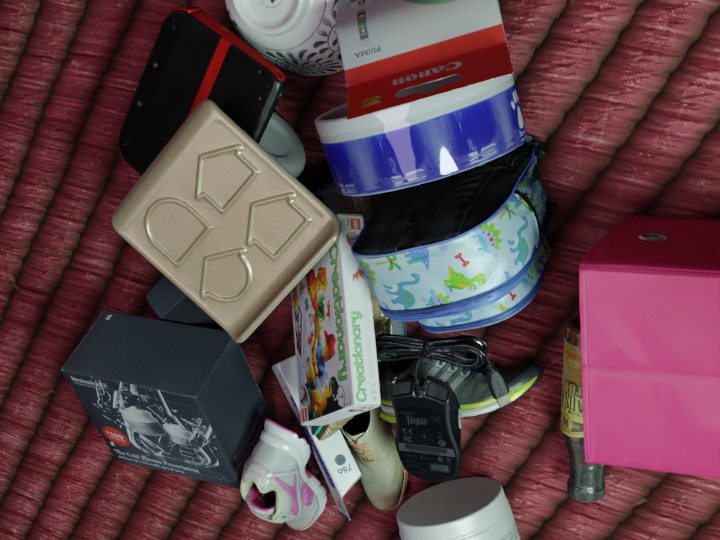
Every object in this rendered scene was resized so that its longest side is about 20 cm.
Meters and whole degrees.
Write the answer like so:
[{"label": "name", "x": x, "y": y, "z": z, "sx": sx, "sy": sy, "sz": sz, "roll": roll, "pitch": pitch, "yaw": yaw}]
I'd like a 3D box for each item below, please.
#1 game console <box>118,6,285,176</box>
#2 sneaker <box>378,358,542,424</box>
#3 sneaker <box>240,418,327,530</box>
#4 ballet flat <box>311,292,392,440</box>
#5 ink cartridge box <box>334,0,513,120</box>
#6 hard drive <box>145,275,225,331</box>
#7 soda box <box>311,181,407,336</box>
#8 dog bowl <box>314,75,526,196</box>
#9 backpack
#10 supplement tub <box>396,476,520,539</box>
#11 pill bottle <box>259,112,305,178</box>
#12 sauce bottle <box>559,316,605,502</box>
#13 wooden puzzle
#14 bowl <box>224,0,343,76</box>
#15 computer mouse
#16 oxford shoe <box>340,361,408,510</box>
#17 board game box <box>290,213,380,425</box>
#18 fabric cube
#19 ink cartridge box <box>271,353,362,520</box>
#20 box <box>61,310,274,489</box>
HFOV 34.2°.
[{"label": "game console", "x": -0.176, "y": -0.166, "z": 1.270, "sx": 0.177, "sy": 0.031, "sz": 0.200, "roll": 38, "pitch": 116, "yaw": 23}, {"label": "sneaker", "x": 0.104, "y": 0.120, "z": 1.305, "sx": 0.200, "sy": 0.074, "sz": 0.081, "roll": -12, "pitch": 93, "yaw": 24}, {"label": "sneaker", "x": -0.103, "y": 0.266, "z": 1.424, "sx": 0.081, "sy": 0.088, "sz": 0.200, "roll": 23, "pitch": 148, "yaw": 29}, {"label": "ballet flat", "x": -0.003, "y": 0.105, "z": 1.286, "sx": 0.065, "sy": 0.071, "sz": 0.200, "roll": 8, "pitch": 117, "yaw": -15}, {"label": "ink cartridge box", "x": 0.056, "y": -0.226, "z": 1.115, "sx": 0.161, "sy": 0.200, "sz": 0.050, "roll": -15, "pitch": 121, "yaw": 11}, {"label": "hard drive", "x": -0.143, "y": 0.007, "z": 1.363, "sx": 0.200, "sy": 0.135, "sz": 0.042, "roll": -37, "pitch": 54, "yaw": 35}, {"label": "soda box", "x": 0.000, "y": 0.000, "z": 1.324, "sx": 0.068, "sy": 0.064, "sz": 0.200, "roll": -1, "pitch": 105, "yaw": 27}, {"label": "dog bowl", "x": 0.060, "y": -0.142, "z": 1.162, "sx": 0.200, "sy": 0.200, "sz": 0.079, "roll": -10, "pitch": 105, "yaw": 30}, {"label": "backpack", "x": 0.099, "y": -0.023, "z": 1.181, "sx": 0.183, "sy": 0.200, "sz": 0.147, "roll": -12, "pitch": 112, "yaw": 29}, {"label": "supplement tub", "x": 0.129, "y": 0.353, "z": 1.336, "sx": 0.132, "sy": 0.132, "sz": 0.200, "roll": -11, "pitch": 101, "yaw": 31}, {"label": "pill bottle", "x": -0.161, "y": -0.092, "z": 1.349, "sx": 0.112, "sy": 0.112, "sz": 0.200, "roll": 49, "pitch": 122, "yaw": 5}, {"label": "sauce bottle", "x": 0.245, "y": 0.149, "z": 1.243, "sx": 0.066, "sy": 0.066, "sz": 0.200, "roll": 7, "pitch": 108, "yaw": 26}, {"label": "wooden puzzle", "x": -0.140, "y": -0.052, "z": 1.232, "sx": 0.200, "sy": 0.046, "sz": 0.185, "roll": 44, "pitch": 114, "yaw": 1}, {"label": "bowl", "x": -0.076, "y": -0.300, "z": 1.244, "sx": 0.200, "sy": 0.094, "sz": 0.201, "roll": 9, "pitch": 111, "yaw": 25}, {"label": "computer mouse", "x": 0.096, "y": 0.139, "z": 1.234, "sx": 0.140, "sy": 0.046, "sz": 0.200, "roll": -2, "pitch": 123, "yaw": 23}, {"label": "oxford shoe", "x": 0.005, "y": 0.199, "z": 1.383, "sx": 0.071, "sy": 0.074, "sz": 0.200, "roll": -7, "pitch": 104, "yaw": 29}, {"label": "board game box", "x": -0.030, "y": 0.054, "z": 1.230, "sx": 0.126, "sy": 0.035, "sz": 0.200, "roll": -30, "pitch": 61, "yaw": 57}, {"label": "fabric cube", "x": 0.328, "y": 0.065, "z": 1.092, "sx": 0.199, "sy": 0.196, "sz": 0.200, "roll": 3, "pitch": 108, "yaw": 28}, {"label": "ink cartridge box", "x": -0.046, "y": 0.194, "z": 1.385, "sx": 0.039, "sy": 0.099, "sz": 0.200, "roll": -24, "pitch": 88, "yaw": -10}, {"label": "box", "x": -0.231, "y": 0.158, "z": 1.438, "sx": 0.200, "sy": 0.104, "sz": 0.182, "roll": 7, "pitch": 137, "yaw": 26}]
